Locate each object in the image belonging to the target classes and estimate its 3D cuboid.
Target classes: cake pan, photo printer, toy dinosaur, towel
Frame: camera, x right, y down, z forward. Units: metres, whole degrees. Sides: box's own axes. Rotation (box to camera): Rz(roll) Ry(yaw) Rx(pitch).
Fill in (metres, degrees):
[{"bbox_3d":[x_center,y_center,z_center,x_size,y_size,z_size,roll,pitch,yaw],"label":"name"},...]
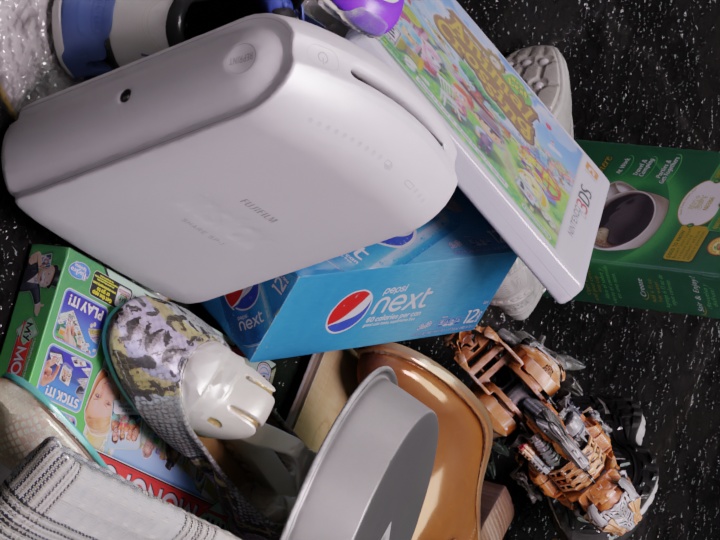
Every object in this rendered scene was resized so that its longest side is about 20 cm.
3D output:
[{"bbox_3d":[-0.006,0.152,1.477,0.200,0.037,0.201,21,90,-77],"label":"cake pan"},{"bbox_3d":[-0.060,-0.058,1.386,0.166,0.200,0.070,34,46,-48],"label":"photo printer"},{"bbox_3d":[0.104,0.079,1.672,0.136,0.102,0.200,177,-108,-86],"label":"toy dinosaur"},{"bbox_3d":[-0.155,0.188,1.349,0.193,0.035,0.200,-47,140,7],"label":"towel"}]

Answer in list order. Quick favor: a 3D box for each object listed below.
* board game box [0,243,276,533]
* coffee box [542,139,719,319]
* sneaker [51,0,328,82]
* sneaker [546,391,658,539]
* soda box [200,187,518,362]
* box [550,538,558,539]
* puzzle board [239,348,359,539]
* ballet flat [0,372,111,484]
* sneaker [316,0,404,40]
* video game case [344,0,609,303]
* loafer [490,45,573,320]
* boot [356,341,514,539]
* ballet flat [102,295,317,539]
[{"bbox_3d":[-0.128,0.083,1.462,0.200,0.029,0.135,32,68,-51],"label":"board game box"},{"bbox_3d":[0.194,-0.029,1.752,0.123,0.200,0.044,-55,138,-37],"label":"coffee box"},{"bbox_3d":[-0.063,-0.118,1.453,0.199,0.115,0.081,8,89,-54],"label":"sneaker"},{"bbox_3d":[0.161,0.149,1.788,0.200,0.074,0.080,-70,165,-71],"label":"sneaker"},{"bbox_3d":[0.000,0.000,1.561,0.200,0.064,0.068,-7,137,-48],"label":"soda box"},{"bbox_3d":[0.069,0.278,1.689,0.200,0.049,0.160,-30,147,-49],"label":"box"},{"bbox_3d":[-0.022,0.158,1.630,0.151,0.017,0.200,47,57,-47],"label":"puzzle board"},{"bbox_3d":[-0.146,0.131,1.368,0.062,0.067,0.200,-52,136,-17],"label":"ballet flat"},{"bbox_3d":[0.011,-0.226,1.496,0.069,0.099,0.200,28,42,-34],"label":"sneaker"},{"bbox_3d":[0.074,-0.091,1.589,0.200,0.022,0.182,49,22,-10],"label":"video game case"},{"bbox_3d":[0.104,-0.059,1.720,0.070,0.070,0.200,59,37,-46],"label":"loafer"},{"bbox_3d":[0.022,0.153,1.619,0.155,0.074,0.200,-55,133,-30],"label":"boot"},{"bbox_3d":[-0.067,0.084,1.464,0.200,0.072,0.072,56,51,-41],"label":"ballet flat"}]
